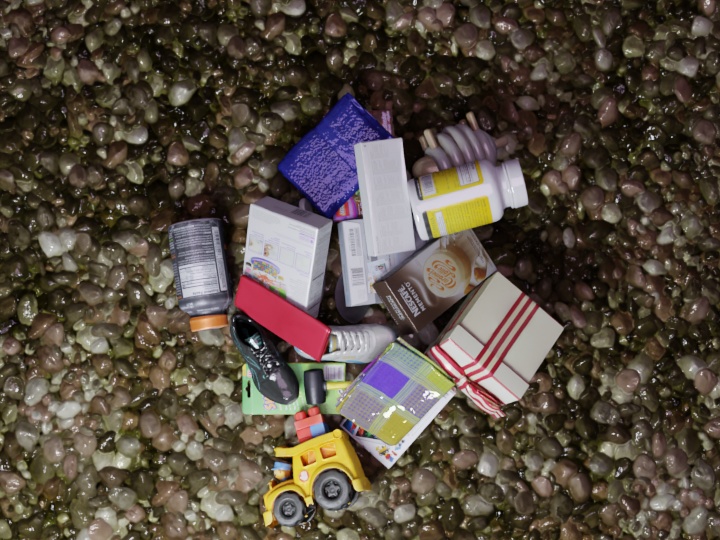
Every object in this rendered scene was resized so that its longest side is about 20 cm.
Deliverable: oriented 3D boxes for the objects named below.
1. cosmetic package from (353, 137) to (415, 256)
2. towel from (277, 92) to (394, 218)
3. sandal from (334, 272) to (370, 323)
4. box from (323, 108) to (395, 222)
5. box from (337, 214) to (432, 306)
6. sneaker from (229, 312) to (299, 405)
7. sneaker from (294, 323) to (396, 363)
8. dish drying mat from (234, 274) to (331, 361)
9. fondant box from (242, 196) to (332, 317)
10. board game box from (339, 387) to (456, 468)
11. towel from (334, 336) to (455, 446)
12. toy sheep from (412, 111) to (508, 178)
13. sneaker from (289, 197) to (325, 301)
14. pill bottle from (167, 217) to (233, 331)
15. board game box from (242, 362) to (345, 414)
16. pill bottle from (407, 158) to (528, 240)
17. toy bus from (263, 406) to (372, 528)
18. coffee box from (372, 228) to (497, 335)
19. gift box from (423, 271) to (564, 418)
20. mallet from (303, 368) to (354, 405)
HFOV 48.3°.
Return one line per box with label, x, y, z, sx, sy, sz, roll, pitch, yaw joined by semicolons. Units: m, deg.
cosmetic package;0.043;-0.132;1.452;0.081;0.051;0.204;-8;95;-19
towel;-0.040;-0.212;1.502;0.200;0.050;0.148;-45;84;-3
sandal;0.000;0.000;1.531;0.074;0.045;0.203;17;88;-1
box;0.005;-0.201;1.542;0.134;0.039;0.204;-6;88;1
box;0.062;-0.021;1.506;0.196;0.041;0.159;-6;88;-17
sneaker;-0.185;0.163;1.488;0.075;0.079;0.201;-36;74;-13
sneaker;-0.028;0.139;1.509;0.196;0.081;0.078;-4;86;-1
dish drying mat;-0.143;0.085;1.463;0.198;0.018;0.078;30;120;15
fondant box;-0.138;-0.016;1.465;0.142;0.058;0.203;21;117;20
board game box;0.069;0.255;1.499;0.126;0.035;0.201;40;106;2
towel;0.060;0.223;1.434;0.143;0.023;0.200;37;118;-9
toy sheep;0.188;-0.214;1.500;0.197;0.138;0.140;-23;88;-7
sneaker;-0.128;-0.030;1.528;0.097;0.071;0.204;-9;96;16
pill bottle;-0.296;0.010;1.503;0.104;0.106;0.204;-8;88;0
board game box;-0.126;0.225;1.533;0.196;0.030;0.098;0;87;-2
pill bottle;0.188;-0.130;1.407;0.196;0.111;0.113;-14;88;8
toy bus;-0.098;0.361;1.484;0.197;0.136;0.195;-21;75;2
coffee box;0.135;0.013;1.464;0.199;0.080;0.115;-37;95;-18
gift box;0.232;0.148;1.456;0.184;0.200;0.187;38;68;6
mallet;-0.012;0.221;1.479;0.196;0.041;0.067;3;93;16
